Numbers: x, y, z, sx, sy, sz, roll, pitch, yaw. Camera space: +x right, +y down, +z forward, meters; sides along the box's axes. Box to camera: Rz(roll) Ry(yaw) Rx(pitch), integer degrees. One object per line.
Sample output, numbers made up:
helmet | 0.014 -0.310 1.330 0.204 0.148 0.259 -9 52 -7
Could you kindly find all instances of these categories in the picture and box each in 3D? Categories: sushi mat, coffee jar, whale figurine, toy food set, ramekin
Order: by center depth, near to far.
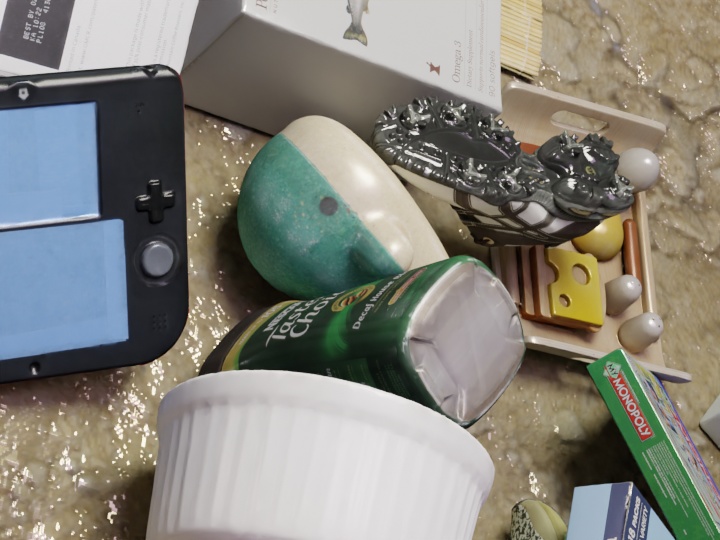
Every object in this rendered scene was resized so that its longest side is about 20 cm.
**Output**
ramekin | -0.028 0.142 1.429 0.200 0.200 0.098 24 63 -24
coffee jar | -0.005 0.057 1.484 0.086 0.199 0.104 58 47 -17
whale figurine | 0.000 0.000 1.573 0.104 0.159 0.200 -38 97 -3
toy food set | 0.164 -0.025 1.736 0.143 0.060 0.201 13 60 -30
sushi mat | 0.048 -0.209 1.779 0.199 0.012 0.096 20 55 -27

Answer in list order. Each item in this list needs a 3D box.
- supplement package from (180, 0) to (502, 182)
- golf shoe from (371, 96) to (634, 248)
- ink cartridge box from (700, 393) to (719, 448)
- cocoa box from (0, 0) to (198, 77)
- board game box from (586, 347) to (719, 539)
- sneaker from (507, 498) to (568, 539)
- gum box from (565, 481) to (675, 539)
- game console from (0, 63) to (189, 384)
supplement package | -0.018 -0.158 1.638 0.199 0.117 0.117 18 59 -27
golf shoe | 0.081 -0.051 1.618 0.199 0.094 0.078 13 49 -32
ink cartridge box | 0.355 0.105 1.715 0.146 0.200 0.083 48 52 -5
cocoa box | -0.174 -0.202 1.494 0.133 0.131 0.201 14 88 -29
board game box | 0.219 0.154 1.637 0.201 0.029 0.135 63 11 19
sneaker | 0.086 0.227 1.550 0.088 0.077 0.201 17 55 -15
gum box | 0.179 0.258 1.556 0.200 0.044 0.171 52 41 -43
game console | -0.193 -0.024 1.425 0.199 0.031 0.178 -7 109 -27
